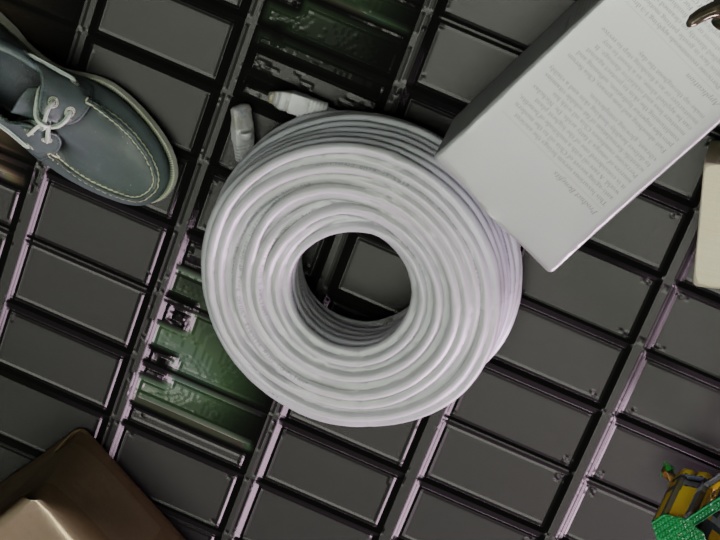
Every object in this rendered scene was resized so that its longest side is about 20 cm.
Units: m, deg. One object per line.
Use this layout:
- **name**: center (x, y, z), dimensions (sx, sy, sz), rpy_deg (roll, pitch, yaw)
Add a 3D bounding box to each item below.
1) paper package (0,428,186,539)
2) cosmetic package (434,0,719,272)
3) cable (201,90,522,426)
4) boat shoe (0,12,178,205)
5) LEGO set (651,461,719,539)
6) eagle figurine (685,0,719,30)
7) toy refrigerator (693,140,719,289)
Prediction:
- **paper package**: center (-0.200, 0.243, 1.526), dimensions (0.190, 0.104, 0.200), rpy_deg (-36, 102, 24)
- **cosmetic package**: center (0.149, -0.106, 1.309), dimensions (0.101, 0.071, 0.200), rpy_deg (44, 115, -9)
- **cable**: center (0.000, 0.000, 1.391), dimensions (0.198, 0.069, 0.201), rpy_deg (10, 115, 9)
- **boat shoe**: center (-0.204, -0.101, 1.400), dimensions (0.200, 0.062, 0.073), rpy_deg (38, 116, -4)
- **LEGO set**: center (0.290, 0.142, 1.383), dimensions (0.199, 0.116, 0.154), rpy_deg (31, 146, 3)
- **eagle figurine**: center (0.252, -0.208, 1.175), dimensions (0.152, 0.150, 0.201), rpy_deg (35, 114, 46)
- **toy refrigerator**: center (0.298, -0.025, 1.312), dimensions (0.198, 0.070, 0.077), rpy_deg (5, 107, 10)
